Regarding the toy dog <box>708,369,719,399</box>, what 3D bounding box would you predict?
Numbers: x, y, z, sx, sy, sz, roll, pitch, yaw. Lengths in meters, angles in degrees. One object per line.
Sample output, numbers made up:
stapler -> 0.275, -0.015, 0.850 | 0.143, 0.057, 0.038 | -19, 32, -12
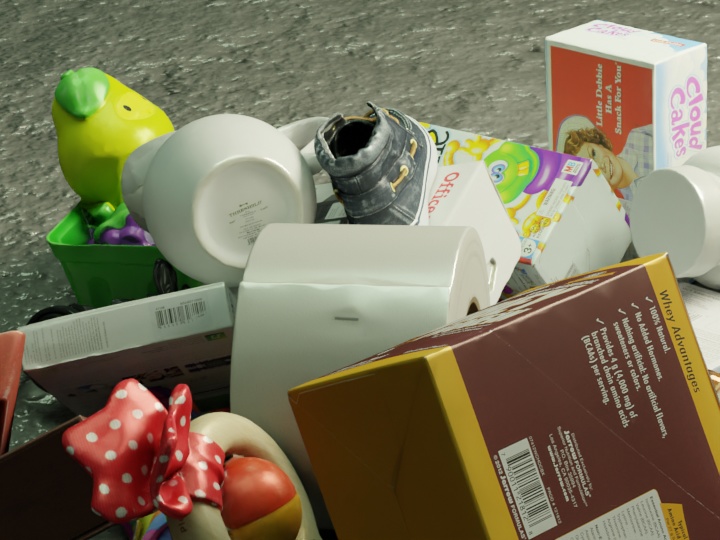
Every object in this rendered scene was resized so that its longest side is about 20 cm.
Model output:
toy dog -> 0.274, 0.131, 1.387 | 0.194, 0.140, 0.200 | -46, 34, -2

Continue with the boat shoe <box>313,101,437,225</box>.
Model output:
boat shoe -> 0.011, -0.090, 1.596 | 0.071, 0.091, 0.200 | -19, 27, 9

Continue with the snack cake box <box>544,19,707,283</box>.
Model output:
snack cake box -> 0.214, -0.090, 1.783 | 0.067, 0.201, 0.115 | -23, 30, -37

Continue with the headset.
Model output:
headset -> -0.189, 0.040, 1.653 | 0.123, 0.094, 0.200 | -8, 3, -35

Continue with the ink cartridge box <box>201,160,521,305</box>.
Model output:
ink cartridge box -> 0.000, 0.000, 1.637 | 0.199, 0.084, 0.145 | -8, 32, 30

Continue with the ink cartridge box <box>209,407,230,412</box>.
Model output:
ink cartridge box -> -0.015, 0.062, 1.667 | 0.199, 0.050, 0.161 | -3, 23, -3

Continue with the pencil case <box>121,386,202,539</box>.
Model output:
pencil case -> -0.123, 0.149, 1.442 | 0.088, 0.089, 0.200 | -9, 22, -11

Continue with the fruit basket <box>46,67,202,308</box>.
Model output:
fruit basket -> -0.170, -0.069, 1.802 | 0.155, 0.216, 0.216 | 3, 24, 17

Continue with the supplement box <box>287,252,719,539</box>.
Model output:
supplement box -> 0.100, 0.120, 1.275 | 0.200, 0.198, 0.133 | -21, 2, -38

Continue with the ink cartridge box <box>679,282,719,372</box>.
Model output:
ink cartridge box -> 0.220, 0.067, 1.623 | 0.200, 0.042, 0.119 | -20, 27, -39

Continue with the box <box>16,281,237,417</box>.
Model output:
box -> -0.139, 0.064, 1.525 | 0.144, 0.036, 0.200 | -12, -19, 4

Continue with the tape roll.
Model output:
tape roll -> 0.006, 0.070, 1.452 | 0.139, 0.203, 0.203 | 2, 24, 11

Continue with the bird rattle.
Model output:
bird rattle -> -0.084, 0.148, 1.305 | 0.113, 0.200, 0.163 | -35, 0, 24

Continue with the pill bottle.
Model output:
pill bottle -> 0.309, -0.043, 1.724 | 0.199, 0.113, 0.113 | -5, 20, -36

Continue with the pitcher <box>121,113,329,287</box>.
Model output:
pitcher -> -0.080, -0.066, 1.612 | 0.171, 0.122, 0.200 | -26, 15, -9

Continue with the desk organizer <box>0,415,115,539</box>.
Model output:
desk organizer -> -0.244, 0.150, 1.379 | 0.199, 0.077, 0.072 | -27, 25, 0

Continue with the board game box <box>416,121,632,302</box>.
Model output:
board game box -> 0.098, -0.038, 1.759 | 0.200, 0.105, 0.103 | 15, 66, 37

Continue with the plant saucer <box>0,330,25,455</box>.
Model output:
plant saucer -> -0.312, 0.128, 1.425 | 0.199, 0.200, 0.037 | -14, 58, -23
